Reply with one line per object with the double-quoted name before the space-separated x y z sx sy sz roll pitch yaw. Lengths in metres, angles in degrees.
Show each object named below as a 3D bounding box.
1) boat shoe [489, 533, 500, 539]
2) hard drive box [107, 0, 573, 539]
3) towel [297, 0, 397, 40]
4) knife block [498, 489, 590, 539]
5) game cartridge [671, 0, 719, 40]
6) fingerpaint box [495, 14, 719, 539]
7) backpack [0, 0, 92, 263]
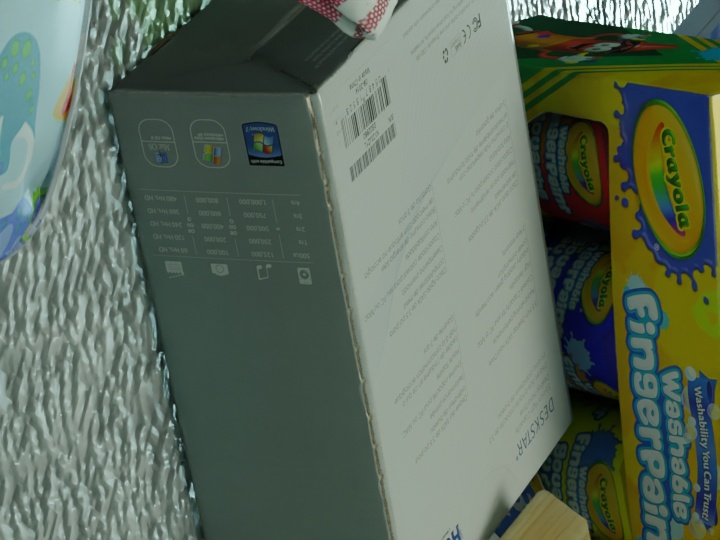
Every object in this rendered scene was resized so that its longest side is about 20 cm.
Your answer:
"boat shoe" 0.018 0.188 1.082 0.068 0.071 0.201 79 17 -58
"hard drive box" 0.000 0.000 1.019 0.156 0.076 0.201 -47 133 -54
"towel" -0.037 -0.172 0.847 0.199 0.030 0.147 30 81 -30
"knife block" 0.002 0.180 1.000 0.064 0.174 0.201 116 -31 -60
"game cartridge" 0.134 -0.040 1.261 0.133 0.041 0.201 121 -9 -55
"fingerpaint box" 0.102 0.016 1.121 0.073 0.166 0.201 -16 109 -35
"backpack" -0.140 -0.087 0.622 0.183 0.146 0.201 -8 103 -64
